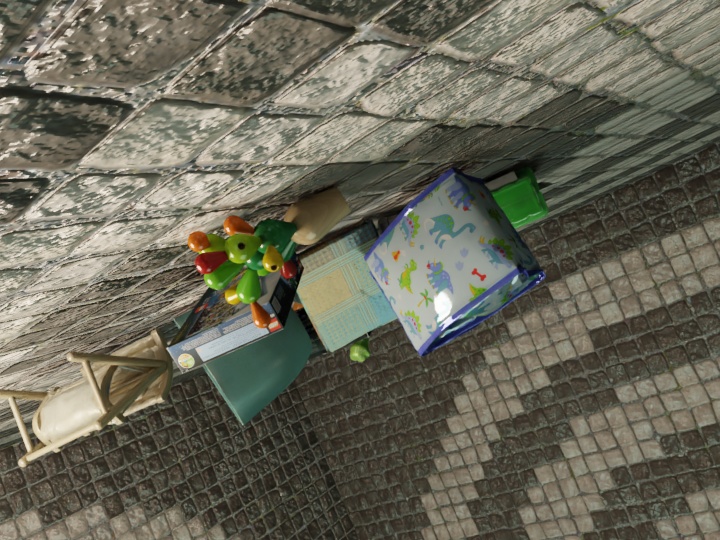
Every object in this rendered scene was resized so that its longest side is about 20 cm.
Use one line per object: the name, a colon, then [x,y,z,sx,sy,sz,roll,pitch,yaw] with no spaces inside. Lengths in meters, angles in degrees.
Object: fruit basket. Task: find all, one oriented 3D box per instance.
fruit basket: [0.233,-0.117,1.158,0.185,0.094,0.200,-24,-170,11]

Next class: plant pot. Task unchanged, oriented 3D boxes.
plant pot: [-0.175,0.119,1.097,0.161,0.201,0.201,-33,177,-16]

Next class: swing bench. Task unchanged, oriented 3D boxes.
swing bench: [-0.436,0.202,1.118,0.199,0.130,0.200,-26,174,25]

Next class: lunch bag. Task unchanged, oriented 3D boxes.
lunch bag: [0.114,-0.006,0.918,0.200,0.170,0.127,-40,156,23]

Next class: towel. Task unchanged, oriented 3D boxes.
towel: [-0.018,0.026,1.028,0.146,0.022,0.200,-26,131,-4]

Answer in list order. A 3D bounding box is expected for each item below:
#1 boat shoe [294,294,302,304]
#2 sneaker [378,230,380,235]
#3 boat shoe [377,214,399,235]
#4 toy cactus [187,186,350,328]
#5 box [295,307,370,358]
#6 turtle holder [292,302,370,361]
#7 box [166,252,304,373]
boat shoe: [-0.019,0.029,1.150,0.200,0.072,0.070,-9,126,-27]
sneaker: [0.000,0.000,1.108,0.200,0.100,0.070,-18,175,-38]
boat shoe: [0.089,-0.062,1.087,0.070,0.071,0.200,-22,169,16]
toy cactus: [-0.082,-0.023,0.693,0.165,0.102,0.200,-33,166,-2]
box: [-0.067,0.099,1.241,0.200,0.046,0.159,-22,-163,17]
turtle holder: [-0.070,0.118,1.473,0.141,0.186,0.132,-8,-140,32]
box: [-0.149,0.043,0.867,0.136,0.038,0.200,-25,-163,11]
